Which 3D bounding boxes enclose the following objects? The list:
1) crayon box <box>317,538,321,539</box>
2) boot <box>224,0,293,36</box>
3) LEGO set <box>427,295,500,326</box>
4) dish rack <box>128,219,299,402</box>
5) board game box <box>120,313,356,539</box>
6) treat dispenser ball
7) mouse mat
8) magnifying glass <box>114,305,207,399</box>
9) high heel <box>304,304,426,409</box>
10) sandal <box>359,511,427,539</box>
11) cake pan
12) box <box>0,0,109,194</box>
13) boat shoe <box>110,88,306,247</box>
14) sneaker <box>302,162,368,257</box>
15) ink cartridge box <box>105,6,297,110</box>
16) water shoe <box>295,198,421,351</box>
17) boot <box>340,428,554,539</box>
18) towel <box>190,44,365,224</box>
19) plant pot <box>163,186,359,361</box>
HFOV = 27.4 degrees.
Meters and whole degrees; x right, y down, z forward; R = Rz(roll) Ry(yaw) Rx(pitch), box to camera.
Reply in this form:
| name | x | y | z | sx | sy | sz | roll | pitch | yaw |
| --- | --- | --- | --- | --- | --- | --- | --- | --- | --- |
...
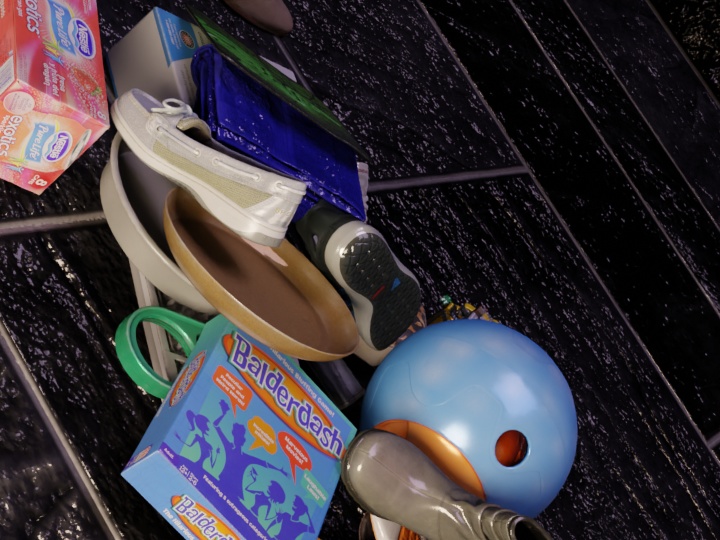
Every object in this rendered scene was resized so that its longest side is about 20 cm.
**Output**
| name | x | y | z | sx | sy | sz | roll | pitch | yaw |
| --- | --- | --- | --- | --- | --- | --- | --- | --- | --- |
| crayon box | -0.035 | 0.279 | 1.161 | 0.200 | 0.051 | 0.127 | 36 | 32 | -27 |
| boot | -0.111 | -0.373 | 1.698 | 0.200 | 0.146 | 0.070 | 33 | 31 | -33 |
| LEGO set | 0.144 | 0.107 | 1.537 | 0.200 | 0.116 | 0.154 | 57 | 28 | 6 |
| dish rack | -0.127 | 0.060 | 1.284 | 0.171 | 0.043 | 0.201 | 20 | 41 | -44 |
| board game box | -0.086 | 0.138 | 1.138 | 0.152 | 0.045 | 0.200 | 48 | 30 | -16 |
| treat dispenser ball | 0.098 | 0.145 | 1.356 | 0.201 | 0.201 | 0.201 | 37 | 32 | -27 |
| mouse mat | -0.080 | -0.183 | 1.436 | 0.200 | 0.008 | 0.161 | 32 | 12 | -32 |
| magnifying glass | -0.125 | 0.062 | 1.218 | 0.200 | 0.022 | 0.080 | -4 | 60 | -58 |
| high heel | -0.009 | 0.032 | 1.459 | 0.143 | 0.071 | 0.200 | 56 | 36 | -6 |
| sandal | 0.037 | 0.268 | 1.284 | 0.207 | 0.059 | 0.079 | 65 | 28 | -23 |
| cake pan | -0.148 | -0.043 | 1.291 | 0.200 | 0.037 | 0.201 | 37 | 31 | -27 |
| box | -0.287 | -0.179 | 1.260 | 0.094 | 0.103 | 0.201 | 27 | 35 | -39 |
| boat shoe | -0.127 | -0.097 | 1.227 | 0.202 | 0.065 | 0.074 | 40 | 15 | 28 |
| sneaker | -0.020 | -0.064 | 1.548 | 0.073 | 0.085 | 0.201 | 5 | 54 | -56 |
| ink cartridge box | -0.140 | -0.154 | 1.468 | 0.200 | 0.085 | 0.145 | 20 | 42 | -47 |
| water shoe | 0.000 | 0.000 | 1.347 | 0.079 | 0.071 | 0.200 | 42 | -13 | 30 |
| boot | 0.087 | 0.194 | 1.190 | 0.200 | 0.130 | 0.068 | 41 | 66 | -31 |
| towel | -0.074 | -0.119 | 1.391 | 0.200 | 0.049 | 0.148 | 32 | 38 | -35 |
| plant pot | -0.086 | 0.008 | 1.212 | 0.200 | 0.028 | 0.200 | 37 | 16 | -13 |
